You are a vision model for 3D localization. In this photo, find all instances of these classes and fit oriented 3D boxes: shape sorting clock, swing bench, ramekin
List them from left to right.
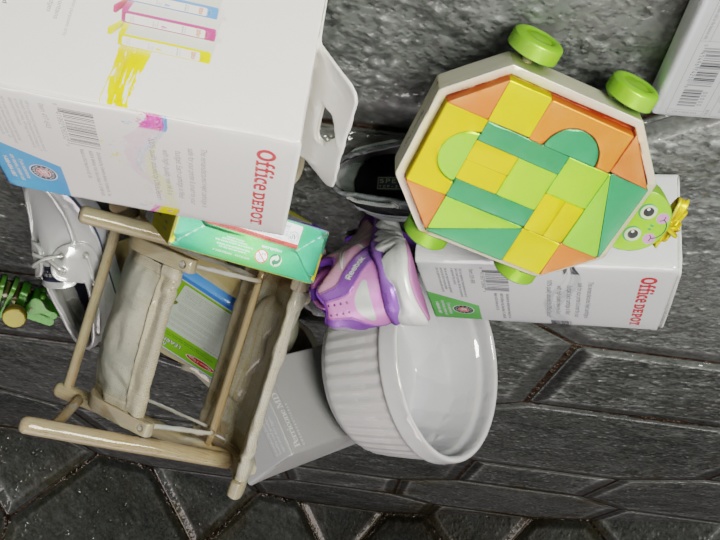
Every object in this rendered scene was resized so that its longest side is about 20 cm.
[{"bbox_3d":[-0.161,0.062,0.769,0.199,0.200,0.130,18,-173,-6],"label":"swing bench"},{"bbox_3d":[-0.176,0.038,0.900,0.199,0.039,0.201,12,134,13],"label":"shape sorting clock"},{"bbox_3d":[0.049,0.096,0.893,0.105,0.201,0.200,-10,153,35],"label":"ramekin"}]

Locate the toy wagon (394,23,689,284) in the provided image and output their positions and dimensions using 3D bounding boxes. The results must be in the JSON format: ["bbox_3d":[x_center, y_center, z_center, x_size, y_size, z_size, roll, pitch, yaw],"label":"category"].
[{"bbox_3d":[0.126,-0.058,0.563,0.199,0.040,0.155,21,124,-12],"label":"toy wagon"}]

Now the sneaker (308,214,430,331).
[{"bbox_3d":[0.000,0.000,0.724,0.088,0.081,0.200,-19,-166,3],"label":"sneaker"}]

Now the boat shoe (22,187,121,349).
[{"bbox_3d":[-0.274,-0.009,0.828,0.073,0.065,0.201,5,131,24],"label":"boat shoe"}]

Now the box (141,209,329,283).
[{"bbox_3d":[-0.112,-0.045,0.715,0.117,0.049,0.200,16,-175,-25],"label":"box"}]

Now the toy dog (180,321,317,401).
[{"bbox_3d":[-0.119,0.091,1.035,0.193,0.140,0.200,11,156,7],"label":"toy dog"}]

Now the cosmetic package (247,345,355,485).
[{"bbox_3d":[-0.050,0.144,0.943,0.090,0.107,0.200,-39,163,34],"label":"cosmetic package"}]

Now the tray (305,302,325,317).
[{"bbox_3d":[0.020,0.039,1.009,0.199,0.022,0.107,5,160,8],"label":"tray"}]

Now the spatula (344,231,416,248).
[{"bbox_3d":[-0.027,0.004,0.889,0.056,0.021,0.200,25,134,-39],"label":"spatula"}]

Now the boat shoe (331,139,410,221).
[{"bbox_3d":[0.069,-0.072,0.631,0.199,0.074,0.068,6,176,32],"label":"boat shoe"}]

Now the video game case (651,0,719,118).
[{"bbox_3d":[0.268,-0.137,0.461,0.181,0.023,0.200,6,158,6],"label":"video game case"}]

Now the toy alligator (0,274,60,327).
[{"bbox_3d":[-0.433,0.038,1.133,0.199,0.059,0.054,15,118,-19],"label":"toy alligator"}]

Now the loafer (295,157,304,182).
[{"bbox_3d":[-0.136,-0.106,0.624,0.199,0.076,0.068,22,158,-10],"label":"loafer"}]

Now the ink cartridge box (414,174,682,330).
[{"bbox_3d":[0.155,-0.015,0.731,0.199,0.084,0.146,3,159,12],"label":"ink cartridge box"}]

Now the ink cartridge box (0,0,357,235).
[{"bbox_3d":[-0.103,-0.112,0.511,0.199,0.126,0.129,10,159,-7],"label":"ink cartridge box"}]
